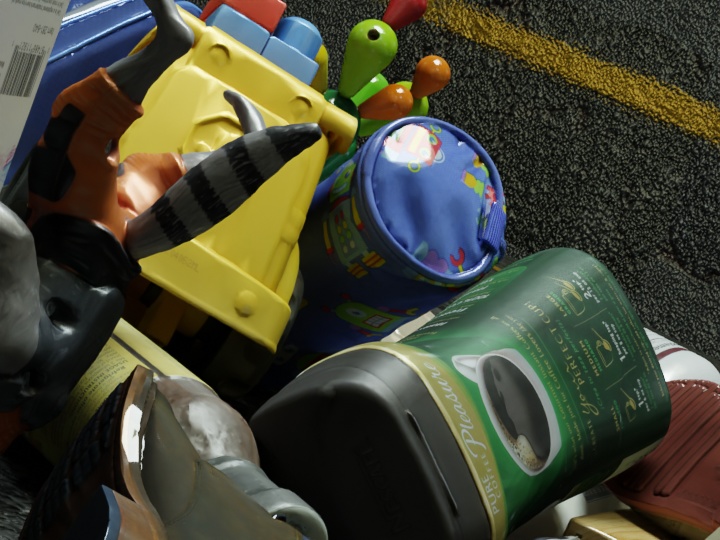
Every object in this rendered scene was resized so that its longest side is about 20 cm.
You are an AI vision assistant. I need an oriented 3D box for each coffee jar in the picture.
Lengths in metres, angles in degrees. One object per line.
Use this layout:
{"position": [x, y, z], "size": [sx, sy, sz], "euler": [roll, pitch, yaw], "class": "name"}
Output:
{"position": [0.042, 0.065, 0.835], "size": [0.200, 0.085, 0.105], "euler": [-23, 87, -52], "class": "coffee jar"}

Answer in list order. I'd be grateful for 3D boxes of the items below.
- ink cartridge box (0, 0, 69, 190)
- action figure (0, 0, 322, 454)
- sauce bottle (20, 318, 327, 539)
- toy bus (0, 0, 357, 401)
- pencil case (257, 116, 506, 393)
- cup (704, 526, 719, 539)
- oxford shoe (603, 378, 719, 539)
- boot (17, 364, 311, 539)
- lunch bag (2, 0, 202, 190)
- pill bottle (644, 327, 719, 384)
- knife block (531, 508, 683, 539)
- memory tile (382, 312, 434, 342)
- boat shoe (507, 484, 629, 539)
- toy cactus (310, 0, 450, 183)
{"position": [-0.192, -0.059, 0.794], "size": [0.084, 0.201, 0.145], "euler": [21, 5, 8], "class": "ink cartridge box"}
{"position": [-0.113, -0.009, 0.728], "size": [0.104, 0.194, 0.200], "euler": [36, -6, 12], "class": "action figure"}
{"position": [-0.081, 0.066, 0.780], "size": [0.065, 0.065, 0.200], "euler": [20, 8, -37], "class": "sauce bottle"}
{"position": [-0.087, -0.046, 0.952], "size": [0.135, 0.193, 0.200], "euler": [30, -20, -14], "class": "toy bus"}
{"position": [0.000, 0.000, 0.976], "size": [0.087, 0.078, 0.200], "euler": [22, -28, -16], "class": "pencil case"}
{"position": [0.190, 0.142, 0.718], "size": [0.200, 0.201, 0.143], "euler": [19, -17, -38], "class": "cup"}
{"position": [0.165, 0.104, 0.897], "size": [0.075, 0.070, 0.200], "euler": [50, -7, -22], "class": "oxford shoe"}
{"position": [-0.055, 0.097, 0.651], "size": [0.097, 0.075, 0.200], "euler": [34, 12, -13], "class": "boot"}
{"position": [-0.162, -0.076, 1.084], "size": [0.200, 0.136, 0.132], "euler": [-31, 42, -32], "class": "lunch bag"}
{"position": [0.161, 0.089, 1.320], "size": [0.200, 0.113, 0.113], "euler": [29, 8, 35], "class": "pill bottle"}
{"position": [0.103, 0.140, 0.861], "size": [0.175, 0.064, 0.200], "euler": [22, 6, -23], "class": "knife block"}
{"position": [0.031, 0.064, 1.119], "size": [0.200, 0.017, 0.153], "euler": [38, 26, 3], "class": "memory tile"}
{"position": [0.074, 0.113, 0.965], "size": [0.200, 0.068, 0.072], "euler": [-8, 65, -58], "class": "boat shoe"}
{"position": [-0.035, -0.062, 1.114], "size": [0.102, 0.165, 0.200], "euler": [39, -34, -7], "class": "toy cactus"}
